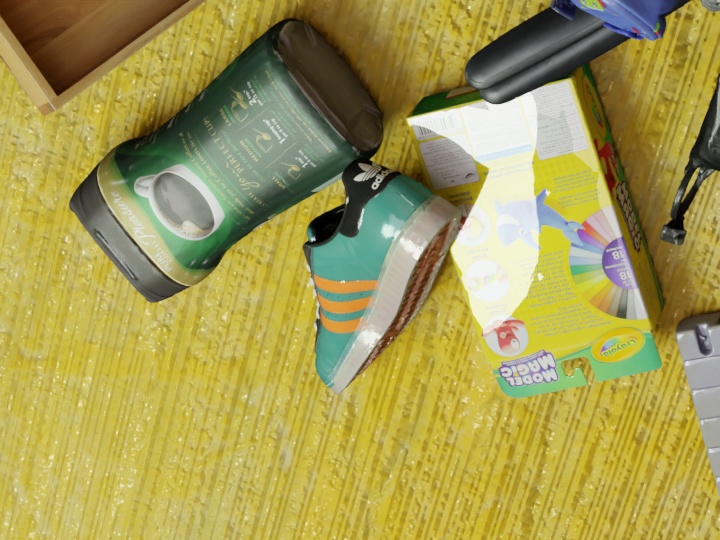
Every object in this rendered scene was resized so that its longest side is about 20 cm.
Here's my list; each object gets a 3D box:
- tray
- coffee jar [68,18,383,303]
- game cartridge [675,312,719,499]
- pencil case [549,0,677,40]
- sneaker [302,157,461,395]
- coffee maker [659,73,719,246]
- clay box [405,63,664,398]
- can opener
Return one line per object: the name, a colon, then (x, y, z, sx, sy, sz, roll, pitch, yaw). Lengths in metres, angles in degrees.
tray: (-0.142, -0.192, 1.706, 0.099, 0.200, 0.037, 55, 160, -9)
coffee jar: (-0.089, -0.067, 1.788, 0.200, 0.085, 0.104, -34, 101, 26)
game cartridge: (0.309, 0.076, 1.751, 0.200, 0.038, 0.130, -10, 113, 21)
pencil case: (0.189, -0.220, 1.592, 0.078, 0.087, 0.200, 33, 85, 33)
sneaker: (0.000, 0.000, 1.781, 0.080, 0.071, 0.200, 39, 141, 10)
coffee maker: (0.306, -0.077, 1.646, 0.200, 0.135, 0.192, 23, 141, 9)
clay box: (0.115, -0.024, 1.761, 0.115, 0.048, 0.200, -12, 108, 22)
can opener: (0.153, -0.160, 1.677, 0.200, 0.063, 0.079, -36, 55, 15)
